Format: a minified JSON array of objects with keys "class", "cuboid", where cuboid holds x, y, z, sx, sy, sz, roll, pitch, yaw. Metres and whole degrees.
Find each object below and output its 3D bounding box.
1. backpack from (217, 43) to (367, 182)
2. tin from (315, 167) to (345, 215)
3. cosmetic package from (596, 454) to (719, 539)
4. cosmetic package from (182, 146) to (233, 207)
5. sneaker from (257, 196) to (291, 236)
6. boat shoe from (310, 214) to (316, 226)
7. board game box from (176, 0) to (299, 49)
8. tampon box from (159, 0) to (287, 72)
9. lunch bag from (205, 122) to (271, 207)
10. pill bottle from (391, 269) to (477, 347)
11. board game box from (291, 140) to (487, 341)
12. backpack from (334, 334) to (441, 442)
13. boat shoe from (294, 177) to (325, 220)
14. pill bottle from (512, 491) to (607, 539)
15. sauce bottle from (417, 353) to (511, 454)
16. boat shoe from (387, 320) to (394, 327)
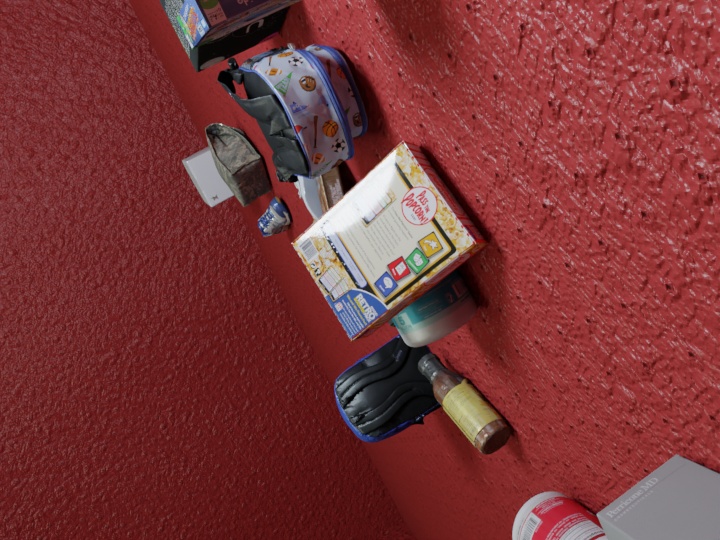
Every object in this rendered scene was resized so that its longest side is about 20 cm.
[{"class":"backpack","cuboid":[-0.077,-0.213,0.872,0.200,0.154,0.191,60,177,-27]},{"class":"tin","cuboid":[-0.047,-0.115,1.108,0.112,0.042,0.200,108,149,-84]},{"class":"cosmetic package","cuboid":[0.297,0.235,0.503,0.090,0.107,0.200,63,165,-14]},{"class":"cosmetic package","cuboid":[-0.474,-0.327,2.136,0.168,0.166,0.200,64,168,-19]},{"class":"sneaker","cuboid":[-0.252,-0.144,1.854,0.075,0.088,0.200,59,166,13]},{"class":"boat shoe","cuboid":[-0.072,-0.079,1.331,0.200,0.069,0.074,58,167,11]},{"class":"board game box","cuboid":[-0.067,-0.268,0.593,0.034,0.200,0.135,65,167,-19]},{"class":"tampon box","cuboid":[-0.200,-0.401,0.935,0.126,0.150,0.200,63,168,-7]},{"class":"lunch bag","cuboid":[-0.353,-0.309,1.816,0.200,0.118,0.164,49,165,25]},{"class":"pill bottle","cuboid":[0.065,-0.007,0.863,0.200,0.111,0.111,61,167,-2]},{"class":"board game box","cuboid":[0.029,-0.032,0.780,0.152,0.200,0.046,58,-154,15]},{"class":"backpack","cuboid":[0.056,0.241,1.241,0.163,0.200,0.168,55,166,21]},{"class":"boat shoe","cuboid":[-0.099,-0.176,1.210,0.202,0.075,0.086,63,167,0]},{"class":"pill bottle","cuboid":[0.290,0.373,0.819,0.112,0.112,0.200,63,167,-12]},{"class":"sauce bottle","cuboid":[0.165,0.213,1.065,0.200,0.066,0.066,50,164,43]},{"class":"boat shoe","cuboid":[0.075,0.049,1.061,0.066,0.072,0.201,40,157,-2]}]
